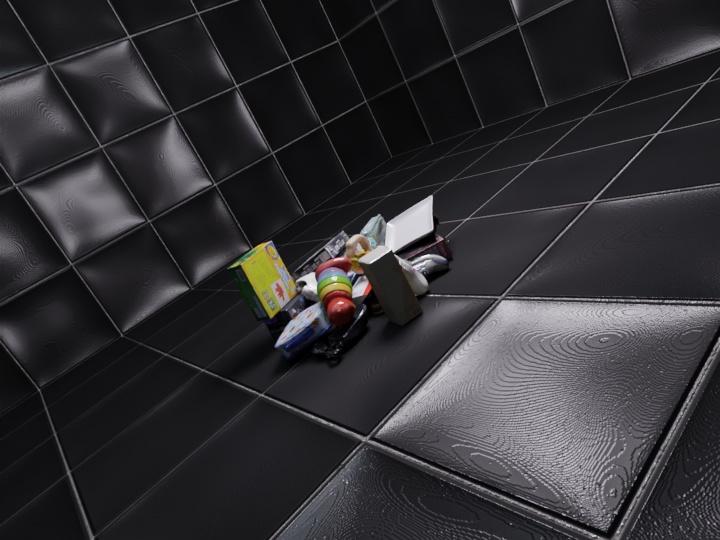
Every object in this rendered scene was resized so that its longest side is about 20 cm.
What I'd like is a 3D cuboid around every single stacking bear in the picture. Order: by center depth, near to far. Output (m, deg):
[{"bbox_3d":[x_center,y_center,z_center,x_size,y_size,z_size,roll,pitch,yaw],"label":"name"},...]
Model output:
[{"bbox_3d":[-0.067,0.073,1.470,0.113,0.122,0.201,-4,41,-11],"label":"stacking bear"}]

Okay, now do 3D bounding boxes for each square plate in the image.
[{"bbox_3d":[0.168,-0.143,1.720,0.199,0.028,0.199,-31,32,29],"label":"square plate"}]

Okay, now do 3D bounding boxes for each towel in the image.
[{"bbox_3d":[0.069,-0.097,1.855,0.048,0.172,0.200,-16,20,27],"label":"towel"}]

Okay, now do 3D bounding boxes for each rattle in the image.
[{"bbox_3d":[0.048,-0.062,1.641,0.142,0.131,0.199,-20,-8,33],"label":"rattle"}]

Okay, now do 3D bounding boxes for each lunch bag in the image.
[{"bbox_3d":[-0.164,0.179,1.521,0.200,0.076,0.160,-39,13,18],"label":"lunch bag"}]

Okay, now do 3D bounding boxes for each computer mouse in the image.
[{"bbox_3d":[-0.041,0.180,1.450,0.200,0.053,0.138,-49,23,-26],"label":"computer mouse"}]

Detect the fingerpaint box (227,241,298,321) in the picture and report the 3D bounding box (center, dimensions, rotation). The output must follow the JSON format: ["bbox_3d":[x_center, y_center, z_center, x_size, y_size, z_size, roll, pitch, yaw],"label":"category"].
[{"bbox_3d":[-0.312,0.034,1.650,0.073,0.201,0.167,-12,22,37],"label":"fingerpaint box"}]

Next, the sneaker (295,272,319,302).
[{"bbox_3d":[-0.137,0.087,1.683,0.099,0.075,0.200,-16,45,-44],"label":"sneaker"}]

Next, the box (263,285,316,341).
[{"bbox_3d":[-0.227,0.137,1.748,0.122,0.107,0.200,-15,21,31],"label":"box"}]

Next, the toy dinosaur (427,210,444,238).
[{"bbox_3d":[0.214,-0.139,1.811,0.199,0.136,0.086,-17,20,32],"label":"toy dinosaur"}]

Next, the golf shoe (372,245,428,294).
[{"bbox_3d":[0.112,0.006,1.471,0.073,0.199,0.092,-53,1,7],"label":"golf shoe"}]

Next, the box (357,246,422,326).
[{"bbox_3d":[0.081,0.042,1.390,0.077,0.201,0.095,-32,18,-14],"label":"box"}]

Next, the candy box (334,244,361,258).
[{"bbox_3d":[-0.031,-0.017,1.821,0.061,0.137,0.200,-36,9,40],"label":"candy box"}]

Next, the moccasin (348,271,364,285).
[{"bbox_3d":[0.000,0.000,1.718,0.199,0.068,0.081,-12,49,-34],"label":"moccasin"}]

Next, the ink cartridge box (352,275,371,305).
[{"bbox_3d":[0.006,0.049,1.586,0.201,0.047,0.160,-57,2,29],"label":"ink cartridge box"}]

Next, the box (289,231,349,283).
[{"bbox_3d":[-0.141,-0.043,1.805,0.200,0.050,0.158,-36,8,35],"label":"box"}]

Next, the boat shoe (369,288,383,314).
[{"bbox_3d":[0.063,0.062,1.585,0.070,0.071,0.200,-17,21,19],"label":"boat shoe"}]

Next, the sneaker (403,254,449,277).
[{"bbox_3d":[0.177,0.011,1.566,0.198,0.077,0.086,-9,61,2],"label":"sneaker"}]

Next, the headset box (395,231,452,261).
[{"bbox_3d":[0.201,-0.052,1.684,0.199,0.078,0.149,-29,17,2],"label":"headset box"}]
